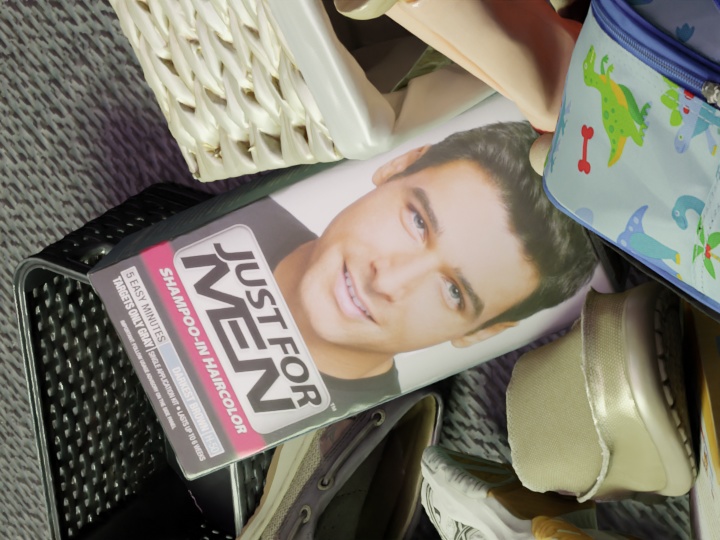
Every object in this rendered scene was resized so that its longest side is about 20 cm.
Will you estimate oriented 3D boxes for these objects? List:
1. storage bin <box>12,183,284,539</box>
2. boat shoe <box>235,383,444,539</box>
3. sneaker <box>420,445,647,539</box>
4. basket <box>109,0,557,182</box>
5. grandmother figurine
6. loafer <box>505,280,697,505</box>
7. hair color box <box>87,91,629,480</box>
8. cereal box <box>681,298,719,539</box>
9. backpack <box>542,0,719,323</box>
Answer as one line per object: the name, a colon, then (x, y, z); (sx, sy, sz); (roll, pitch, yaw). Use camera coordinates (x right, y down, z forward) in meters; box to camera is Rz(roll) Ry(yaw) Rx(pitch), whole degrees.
storage bin: (-0.080, 0.074, 1.086); (0.135, 0.094, 0.201); (18, 124, 34)
boat shoe: (-0.015, 0.135, 1.013); (0.065, 0.072, 0.201); (9, 77, 52)
sneaker: (0.065, 0.133, 0.919); (0.200, 0.075, 0.088); (-143, 67, -70)
basket: (-0.028, -0.148, 0.879); (0.123, 0.135, 0.201); (-12, 106, 49)
grandmother figurine: (0.073, -0.072, 0.834); (0.060, 0.122, 0.200); (-21, 133, 39)
loafer: (0.090, 0.056, 0.866); (0.200, 0.068, 0.076); (74, -168, -72)
hair color box: (0.000, 0.000, 0.927); (0.199, 0.061, 0.099); (-23, 100, 15)
cereal box: (0.150, 0.111, 0.857); (0.039, 0.144, 0.201); (-6, 125, 4)
backpack: (0.171, -0.058, 0.721); (0.200, 0.182, 0.148); (29, 124, 36)
